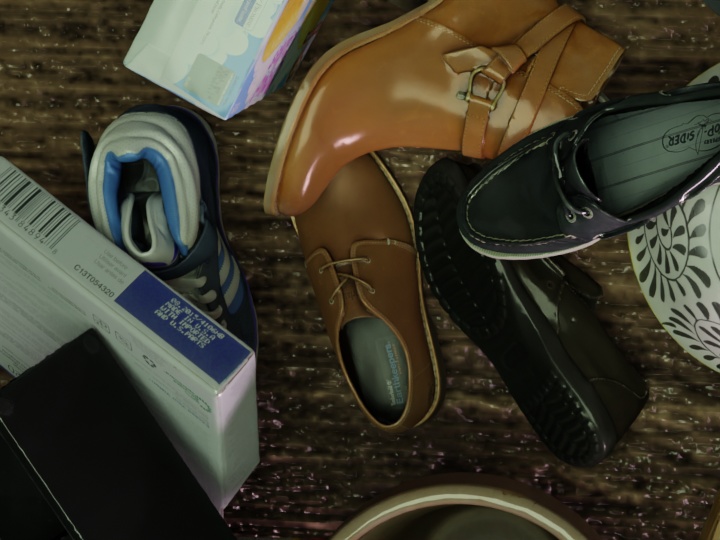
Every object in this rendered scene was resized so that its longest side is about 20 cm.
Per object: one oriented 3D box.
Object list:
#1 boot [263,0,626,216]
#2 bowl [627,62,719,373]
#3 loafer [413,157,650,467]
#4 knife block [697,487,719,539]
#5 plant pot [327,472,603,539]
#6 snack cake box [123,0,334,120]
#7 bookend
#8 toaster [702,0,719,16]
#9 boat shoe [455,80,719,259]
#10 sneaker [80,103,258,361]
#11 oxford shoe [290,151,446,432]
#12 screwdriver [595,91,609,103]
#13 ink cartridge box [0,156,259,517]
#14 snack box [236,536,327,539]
[{"bbox_3d":[0.046,-0.088,1.476,0.154,0.074,0.201,31,91,4],"label":"boot"},{"bbox_3d":[0.254,-0.027,1.446,0.199,0.094,0.202,0,95,-2],"label":"bowl"},{"bbox_3d":[0.102,0.019,1.519,0.201,0.071,0.073,60,145,5],"label":"loafer"},{"bbox_3d":[0.222,0.196,1.534,0.064,0.176,0.201,22,58,4],"label":"knife block"},{"bbox_3d":[0.071,0.200,1.493,0.199,0.175,0.202,2,100,10],"label":"plant pot"},{"bbox_3d":[-0.059,-0.159,1.438,0.067,0.200,0.116,28,103,3],"label":"snack cake box"},{"bbox_3d":[-0.177,0.169,1.472,0.200,0.092,0.199,-32,93,45],"label":"bookend"},{"bbox_3d":[0.288,-0.170,1.402,0.199,0.114,0.129,35,60,4],"label":"toaster"},{"bbox_3d":[0.137,-0.056,1.398,0.198,0.066,0.075,-13,83,20],"label":"boat shoe"},{"bbox_3d":[-0.116,0.004,1.504,0.080,0.146,0.202,-5,99,10],"label":"sneaker"},{"bbox_3d":[0.000,0.000,1.523,0.071,0.071,0.201,-21,91,15],"label":"oxford shoe"},{"bbox_3d":[0.139,-0.099,1.507,0.200,0.028,0.029,42,75,2],"label":"screwdriver"},{"bbox_3d":[-0.143,0.048,1.500,0.196,0.200,0.043,36,67,16],"label":"ink cartridge box"},{"bbox_3d":[-0.120,0.251,1.589,0.198,0.068,0.170,1,98,8],"label":"snack box"}]
